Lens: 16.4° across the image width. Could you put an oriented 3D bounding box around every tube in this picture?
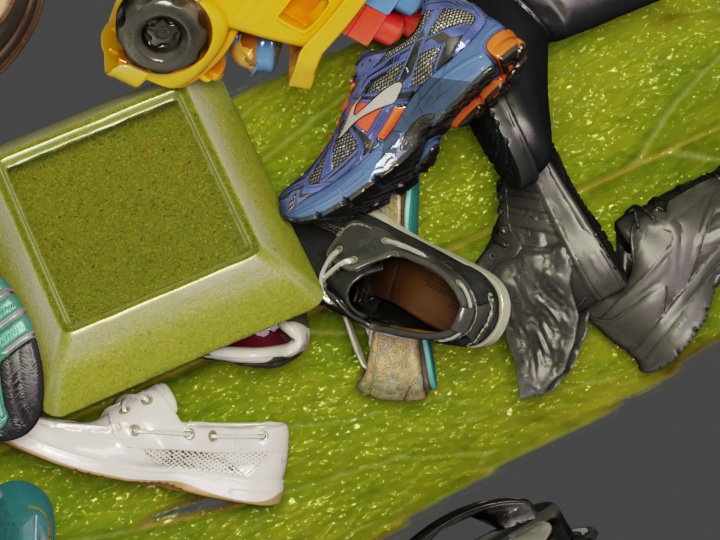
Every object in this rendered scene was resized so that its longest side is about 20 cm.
[{"bbox_3d":[-0.218,0.177,1.616,0.050,0.200,0.078,-3,96,-10],"label":"tube"}]

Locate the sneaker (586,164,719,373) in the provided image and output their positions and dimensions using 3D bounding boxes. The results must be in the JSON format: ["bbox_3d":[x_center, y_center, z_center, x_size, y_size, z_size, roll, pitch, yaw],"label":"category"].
[{"bbox_3d":[0.230,-0.029,1.756,0.091,0.076,0.200,35,85,-4],"label":"sneaker"}]

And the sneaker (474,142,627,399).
[{"bbox_3d":[0.110,-0.021,1.732,0.104,0.060,0.200,-32,81,14],"label":"sneaker"}]

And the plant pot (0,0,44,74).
[{"bbox_3d":[-0.291,-0.199,1.577,0.200,0.198,0.201,-1,94,-10],"label":"plant pot"}]

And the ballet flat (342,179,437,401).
[{"bbox_3d":[0.014,-0.008,1.720,0.070,0.071,0.201,-5,95,-10],"label":"ballet flat"}]

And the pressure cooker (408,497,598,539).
[{"bbox_3d":[0.096,0.258,1.692,0.178,0.176,0.200,-28,97,21],"label":"pressure cooker"}]

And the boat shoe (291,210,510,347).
[{"bbox_3d":[0.000,0.000,1.661,0.200,0.068,0.072,21,106,27],"label":"boat shoe"}]

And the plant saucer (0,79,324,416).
[{"bbox_3d":[-0.152,-0.032,1.643,0.200,0.048,0.200,-23,67,-8],"label":"plant saucer"}]

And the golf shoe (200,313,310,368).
[{"bbox_3d":[-0.129,0.020,1.681,0.199,0.088,0.077,10,94,-10],"label":"golf shoe"}]

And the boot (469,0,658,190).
[{"bbox_3d":[0.136,-0.168,1.692,0.168,0.076,0.200,-21,63,-7],"label":"boot"}]

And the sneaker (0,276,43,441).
[{"bbox_3d":[-0.258,0.018,1.635,0.074,0.088,0.200,-29,84,3],"label":"sneaker"}]

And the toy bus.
[{"bbox_3d":[-0.050,-0.187,1.638,0.192,0.136,0.200,28,120,-21],"label":"toy bus"}]

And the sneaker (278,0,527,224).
[{"bbox_3d":[0.019,-0.102,1.626,0.200,0.075,0.079,-42,72,18],"label":"sneaker"}]

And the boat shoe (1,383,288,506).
[{"bbox_3d":[-0.144,0.109,1.695,0.199,0.071,0.070,12,91,-20],"label":"boat shoe"}]
